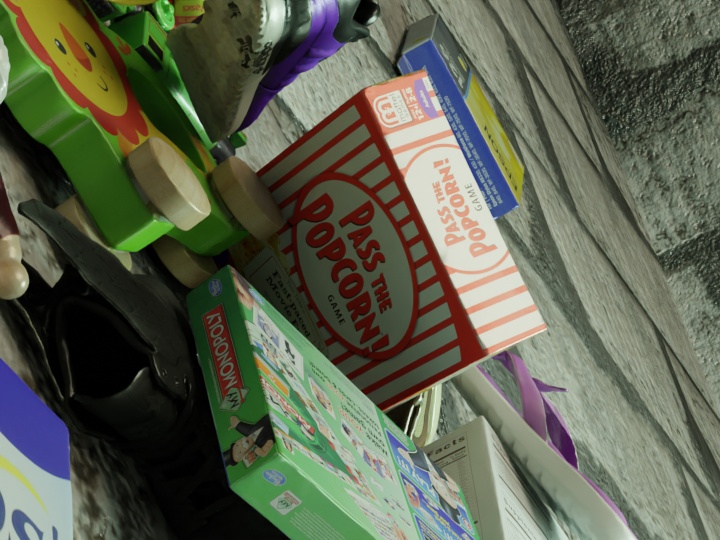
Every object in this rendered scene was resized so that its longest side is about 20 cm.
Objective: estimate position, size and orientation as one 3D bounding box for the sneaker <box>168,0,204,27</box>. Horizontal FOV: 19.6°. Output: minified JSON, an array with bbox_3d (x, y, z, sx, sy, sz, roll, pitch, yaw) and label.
[{"bbox_3d":[-0.099,-0.194,1.283,0.200,0.078,0.090,76,9,-57],"label":"sneaker"}]

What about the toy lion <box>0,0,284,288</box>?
[{"bbox_3d":[-0.136,-0.088,1.062,0.192,0.069,0.200,58,12,10],"label":"toy lion"}]

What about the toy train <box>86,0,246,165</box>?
[{"bbox_3d":[-0.123,-0.128,1.215,0.200,0.042,0.056,52,28,-42],"label":"toy train"}]

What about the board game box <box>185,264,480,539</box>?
[{"bbox_3d":[-0.001,0.100,0.968,0.200,0.029,0.135,46,16,-36],"label":"board game box"}]

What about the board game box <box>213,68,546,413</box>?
[{"bbox_3d":[0.000,0.000,1.137,0.046,0.200,0.152,-21,82,-35],"label":"board game box"}]

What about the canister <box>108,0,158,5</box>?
[{"bbox_3d":[-0.159,-0.245,1.112,0.148,0.087,0.200,35,19,-34],"label":"canister"}]

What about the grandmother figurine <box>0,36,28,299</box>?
[{"bbox_3d":[-0.168,-0.036,0.830,0.200,0.061,0.121,-96,165,-49],"label":"grandmother figurine"}]

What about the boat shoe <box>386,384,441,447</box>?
[{"bbox_3d":[0.017,0.027,1.271,0.075,0.075,0.203,-33,121,-67],"label":"boat shoe"}]

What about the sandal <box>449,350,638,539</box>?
[{"bbox_3d":[0.105,0.091,1.207,0.203,0.050,0.082,50,-6,27],"label":"sandal"}]

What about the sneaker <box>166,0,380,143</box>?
[{"bbox_3d":[-0.039,-0.130,1.131,0.070,0.099,0.200,66,-20,6],"label":"sneaker"}]

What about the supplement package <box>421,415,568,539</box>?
[{"bbox_3d":[0.055,0.194,1.122,0.110,0.114,0.200,55,16,-28],"label":"supplement package"}]

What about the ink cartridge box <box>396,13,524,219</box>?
[{"bbox_3d":[0.105,-0.154,2.126,0.198,0.047,0.200,62,11,-14],"label":"ink cartridge box"}]

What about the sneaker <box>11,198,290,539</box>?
[{"bbox_3d":[-0.095,0.062,0.926,0.200,0.060,0.104,60,11,8],"label":"sneaker"}]

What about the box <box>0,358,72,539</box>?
[{"bbox_3d":[-0.163,0.077,0.530,0.184,0.105,0.200,53,16,-39],"label":"box"}]
